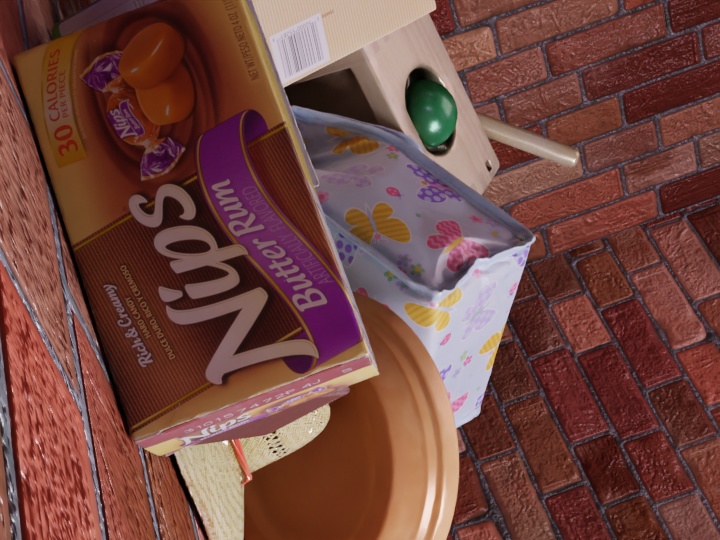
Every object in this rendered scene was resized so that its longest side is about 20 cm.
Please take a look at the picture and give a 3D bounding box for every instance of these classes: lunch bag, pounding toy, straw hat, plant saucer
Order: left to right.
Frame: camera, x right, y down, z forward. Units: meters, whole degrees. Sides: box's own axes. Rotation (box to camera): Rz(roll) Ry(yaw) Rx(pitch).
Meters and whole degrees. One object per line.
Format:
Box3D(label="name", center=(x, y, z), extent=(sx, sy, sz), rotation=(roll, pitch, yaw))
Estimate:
Box3D(label="straw hat", center=(-0.065, 0.074, 0.949), extent=(0.201, 0.085, 0.201), rotation=(161, -90, -88))
Box3D(label="plant saucer", center=(-0.025, 0.112, 1.005), extent=(0.037, 0.200, 0.201), rotation=(-1, 64, -46))
Box3D(label="lunch bag", center=(0.000, 0.000, 1.092), extent=(0.200, 0.127, 0.170), rotation=(36, -45, 26))
Box3D(label="pounding toy", center=(0.020, -0.103, 1.187), extent=(0.184, 0.200, 0.142), rotation=(62, 37, -22))

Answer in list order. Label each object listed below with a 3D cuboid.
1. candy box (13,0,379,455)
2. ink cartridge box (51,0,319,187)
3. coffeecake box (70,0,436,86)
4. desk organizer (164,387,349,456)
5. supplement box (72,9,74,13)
Box3D(label="candy box", center=(-0.079, -0.026, 0.775), extent=(0.056, 0.116, 0.200), rotation=(65, 6, -74))
Box3D(label="ink cartridge box", center=(-0.081, -0.104, 0.942), extent=(0.200, 0.076, 0.148), rotation=(-13, -82, 52))
Box3D(label="coffeecake box", center=(-0.077, -0.188, 1.087), extent=(0.200, 0.153, 0.073), rotation=(17, -51, 46))
Box3D(label="desk organizer", center=(-0.083, -0.012, 0.854), extent=(0.077, 0.072, 0.200), rotation=(-1, 67, -52))
Box3D(label="supplement box", center=(-0.162, -0.245, 1.280), extent=(0.126, 0.074, 0.200), rotation=(23, 25, -28))
